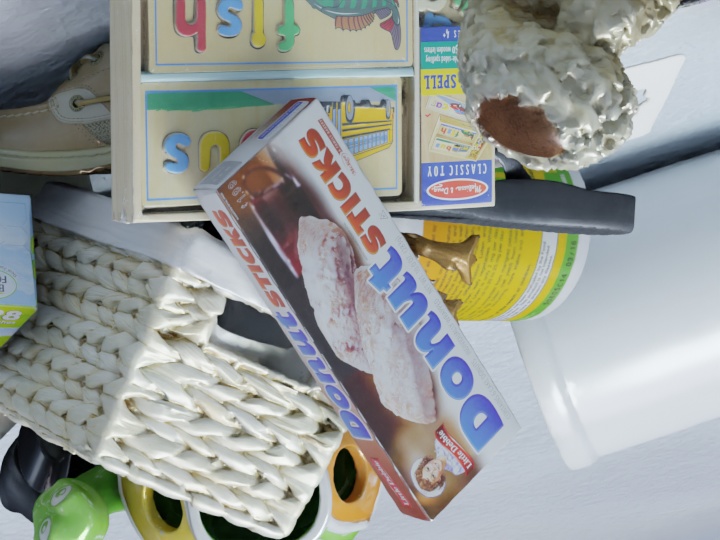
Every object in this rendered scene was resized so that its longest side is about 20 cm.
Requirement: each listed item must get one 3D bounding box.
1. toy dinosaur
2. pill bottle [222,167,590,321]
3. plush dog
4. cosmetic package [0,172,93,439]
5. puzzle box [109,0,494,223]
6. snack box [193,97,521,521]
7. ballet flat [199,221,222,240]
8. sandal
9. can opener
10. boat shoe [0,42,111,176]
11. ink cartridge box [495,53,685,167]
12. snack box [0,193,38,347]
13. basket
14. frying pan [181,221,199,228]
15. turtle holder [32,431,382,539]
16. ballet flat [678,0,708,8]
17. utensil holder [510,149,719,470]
[{"bbox_3d":[0.000,0.000,1.429,0.106,0.061,0.200,9,175,12],"label":"toy dinosaur"},{"bbox_3d":[0.024,-0.027,1.609,0.200,0.111,0.111,1,157,-39],"label":"pill bottle"},{"bbox_3d":[0.122,-0.162,1.226,0.171,0.201,0.160,-11,-162,22],"label":"plush dog"},{"bbox_3d":[-0.211,0.021,1.588,0.073,0.104,0.200,-2,158,-30],"label":"cosmetic package"},{"bbox_3d":[-0.025,-0.091,1.342,0.199,0.134,0.025,-4,-172,-30],"label":"puzzle box"},{"bbox_3d":[0.001,0.020,1.337,0.072,0.200,0.024,-44,-156,-27],"label":"snack box"},{"bbox_3d":[-0.074,0.007,1.714,0.073,0.073,0.200,-16,165,6],"label":"ballet flat"},{"bbox_3d":[0.056,-0.047,1.463,0.200,0.043,0.076,5,177,-40],"label":"sandal"},{"bbox_3d":[-0.176,0.084,1.692,0.063,0.200,0.079,24,118,-15],"label":"can opener"},{"bbox_3d":[-0.116,-0.081,1.417,0.199,0.065,0.072,-1,-178,23],"label":"boat shoe"},{"bbox_3d":[0.059,-0.101,1.481,0.199,0.068,0.117,-10,162,-9],"label":"ink cartridge box"},{"bbox_3d":[-0.274,0.021,1.423,0.168,0.068,0.200,4,156,-25],"label":"snack box"},{"bbox_3d":[-0.096,0.043,1.420,0.135,0.124,0.200,25,177,-28],"label":"basket"},{"bbox_3d":[-0.111,-0.022,1.630,0.190,0.031,0.115,-38,178,16],"label":"frying pan"},{"bbox_3d":[-0.078,0.107,1.571,0.185,0.141,0.132,16,-171,-8],"label":"turtle holder"},{"bbox_3d":[0.167,-0.165,1.389,0.199,0.069,0.071,-11,-178,-11],"label":"ballet flat"},{"bbox_3d":[0.200,0.015,1.791,0.199,0.170,0.170,-20,162,8],"label":"utensil holder"}]
